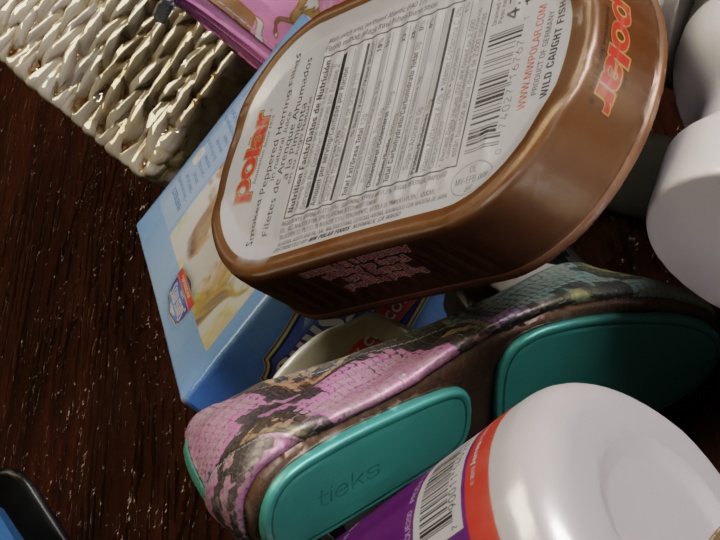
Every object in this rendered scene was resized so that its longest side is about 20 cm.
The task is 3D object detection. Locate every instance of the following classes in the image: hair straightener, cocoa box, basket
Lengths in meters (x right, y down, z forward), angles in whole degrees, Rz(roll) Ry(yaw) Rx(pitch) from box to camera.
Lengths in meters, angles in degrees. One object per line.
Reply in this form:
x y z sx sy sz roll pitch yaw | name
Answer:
0.092 -0.050 0.798 0.041 0.077 0.200 -69 21 8 | hair straightener
0.000 0.000 0.842 0.134 0.131 0.200 -50 22 10 | cocoa box
-0.092 -0.161 1.121 0.198 0.161 0.200 -52 -14 7 | basket

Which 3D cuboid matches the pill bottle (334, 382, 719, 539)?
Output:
0.027 0.129 0.629 0.200 0.112 0.113 -40 26 32 | pill bottle

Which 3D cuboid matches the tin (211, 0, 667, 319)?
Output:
0.018 -0.048 0.665 0.200 0.042 0.112 -15 52 51 | tin

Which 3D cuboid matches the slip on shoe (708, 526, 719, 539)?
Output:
0.164 0.039 0.508 0.200 0.061 0.076 -29 29 30 | slip on shoe

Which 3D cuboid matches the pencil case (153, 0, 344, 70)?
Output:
-0.019 -0.114 0.963 0.087 0.200 0.083 -53 12 1 | pencil case

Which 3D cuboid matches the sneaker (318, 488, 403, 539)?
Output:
-0.025 0.133 0.728 0.087 0.074 0.201 -21 -36 -61 | sneaker

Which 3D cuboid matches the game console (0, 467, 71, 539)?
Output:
-0.192 0.224 0.928 0.200 0.116 0.176 -39 27 35 | game console

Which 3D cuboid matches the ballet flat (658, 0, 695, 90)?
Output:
0.114 -0.094 0.735 0.200 0.046 0.068 -17 -60 -69 | ballet flat

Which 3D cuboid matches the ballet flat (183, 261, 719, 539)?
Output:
0.029 0.034 0.683 0.199 0.069 0.071 -20 44 -24 | ballet flat

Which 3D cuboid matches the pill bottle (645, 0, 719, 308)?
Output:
0.169 -0.084 0.644 0.116 0.116 0.201 -19 41 55 | pill bottle
